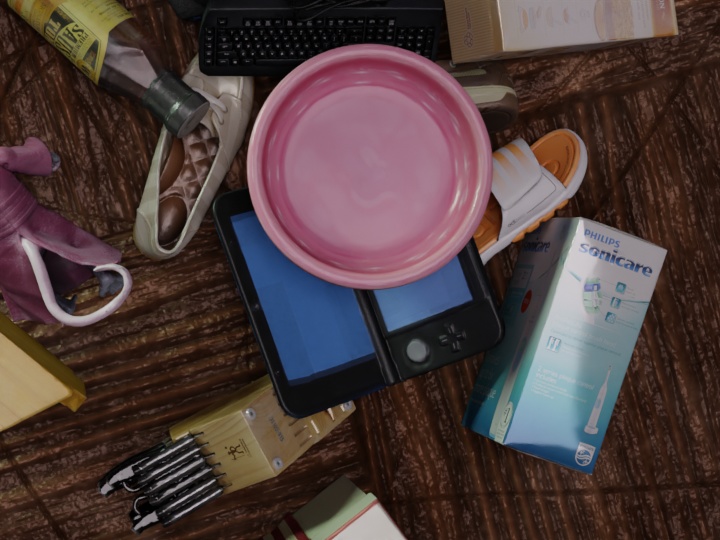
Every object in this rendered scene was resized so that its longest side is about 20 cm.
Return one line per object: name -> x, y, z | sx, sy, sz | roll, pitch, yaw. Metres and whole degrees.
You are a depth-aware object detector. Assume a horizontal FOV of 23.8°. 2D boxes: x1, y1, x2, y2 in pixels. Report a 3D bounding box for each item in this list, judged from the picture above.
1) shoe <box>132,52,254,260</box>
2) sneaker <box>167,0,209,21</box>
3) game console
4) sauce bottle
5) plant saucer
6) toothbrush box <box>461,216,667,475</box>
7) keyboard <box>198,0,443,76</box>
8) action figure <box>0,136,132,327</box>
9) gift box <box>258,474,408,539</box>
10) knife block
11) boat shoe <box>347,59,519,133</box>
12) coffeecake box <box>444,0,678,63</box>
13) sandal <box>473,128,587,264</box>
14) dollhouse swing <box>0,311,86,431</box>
shoe -> -0.138, -0.102, 1.446 | 0.070, 0.053, 0.200 | 19, 88, -9
sneaker -> -0.088, -0.230, 1.447 | 0.200, 0.112, 0.073 | 37, 51, -35
game console -> 0.000, 0.000, 1.423 | 0.170, 0.118, 0.200 | -22, 86, 24
sauce bottle -> -0.210, -0.189, 1.405 | 0.200, 0.066, 0.066 | 41, 84, 8
plant saucer -> 0.007, -0.083, 1.397 | 0.200, 0.051, 0.201 | 1, 85, -5
toothbrush box -> 0.171, 0.060, 1.460 | 0.085, 0.146, 0.200 | 21, 88, -10
keyboard -> -0.031, -0.193, 1.390 | 0.200, 0.040, 0.104 | -3, 132, -8
action figure -> -0.292, -0.038, 1.381 | 0.134, 0.149, 0.200 | -38, 111, -1
gift box -> 0.000, 0.296, 1.414 | 0.185, 0.187, 0.200 | -42, 97, -6
knife block -> -0.123, 0.150, 1.460 | 0.200, 0.175, 0.064 | -36, 101, -53
boat shoe -> 0.032, -0.151, 1.477 | 0.202, 0.075, 0.075 | -5, 67, -8
coffeecake box -> 0.167, -0.264, 1.452 | 0.200, 0.073, 0.154 | -10, 93, -33
sandal -> 0.110, -0.056, 1.473 | 0.207, 0.079, 0.059 | -43, 128, -5
dollhouse swing -> -0.342, 0.104, 1.340 | 0.182, 0.200, 0.176 | 41, 84, -9
